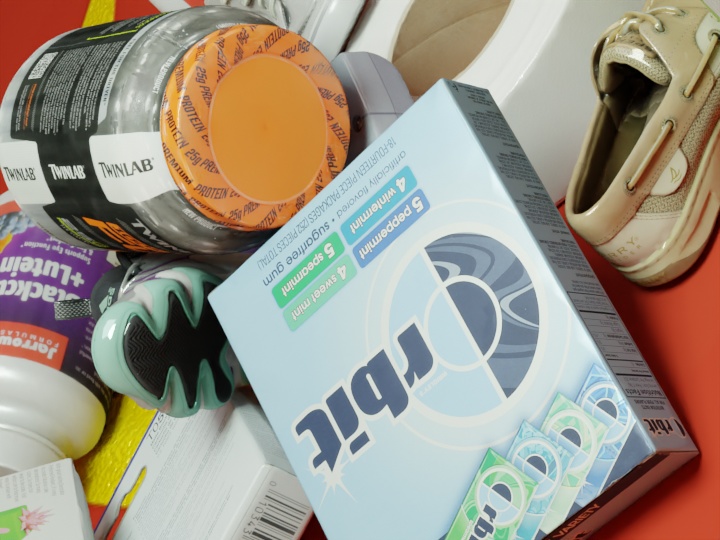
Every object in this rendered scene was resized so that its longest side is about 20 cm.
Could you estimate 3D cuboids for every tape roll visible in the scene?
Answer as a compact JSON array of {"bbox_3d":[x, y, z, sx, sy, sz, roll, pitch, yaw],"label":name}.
[{"bbox_3d":[0.073,-0.118,1.137,0.202,0.071,0.204,-37,36,33],"label":"tape roll"}]

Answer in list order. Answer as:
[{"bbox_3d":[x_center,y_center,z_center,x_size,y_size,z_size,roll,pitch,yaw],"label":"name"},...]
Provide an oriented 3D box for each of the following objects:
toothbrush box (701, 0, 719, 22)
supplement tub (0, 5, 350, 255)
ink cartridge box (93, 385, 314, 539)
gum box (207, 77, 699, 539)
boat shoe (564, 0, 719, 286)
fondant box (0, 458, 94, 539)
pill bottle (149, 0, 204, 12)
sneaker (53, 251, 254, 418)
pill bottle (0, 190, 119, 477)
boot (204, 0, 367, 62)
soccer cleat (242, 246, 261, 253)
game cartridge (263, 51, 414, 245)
[{"bbox_3d":[0.216,-0.202,0.960,0.145,0.086,0.201,-30,40,27],"label":"toothbrush box"},{"bbox_3d":[-0.096,-0.070,1.090,0.199,0.122,0.123,2,64,59],"label":"supplement tub"},{"bbox_3d":[-0.101,0.160,1.148,0.201,0.040,0.200,-61,21,7],"label":"ink cartridge box"},{"bbox_3d":[0.036,0.045,0.973,0.170,0.044,0.201,-42,63,27],"label":"gum box"},{"bbox_3d":[0.145,-0.094,1.005,0.071,0.064,0.201,-19,47,49],"label":"boat shoe"},{"bbox_3d":[-0.237,0.180,1.136,0.198,0.059,0.144,-16,24,-6],"label":"fondant box"},{"bbox_3d":[-0.058,-0.248,1.419,0.200,0.112,0.113,-49,30,16],"label":"pill bottle"},{"bbox_3d":[-0.118,0.027,1.155,0.139,0.199,0.079,7,97,29],"label":"sneaker"},{"bbox_3d":[-0.209,0.054,1.370,0.111,0.111,0.201,-26,42,44],"label":"pill bottle"},{"bbox_3d":[-0.050,-0.160,1.273,0.074,0.095,0.200,-62,6,-5],"label":"boot"},{"bbox_3d":[-0.063,-0.016,1.272,0.200,0.068,0.073,-44,55,17],"label":"soccer cleat"},{"bbox_3d":[0.000,0.000,1.082,0.133,0.040,0.202,-39,58,56],"label":"game cartridge"}]
